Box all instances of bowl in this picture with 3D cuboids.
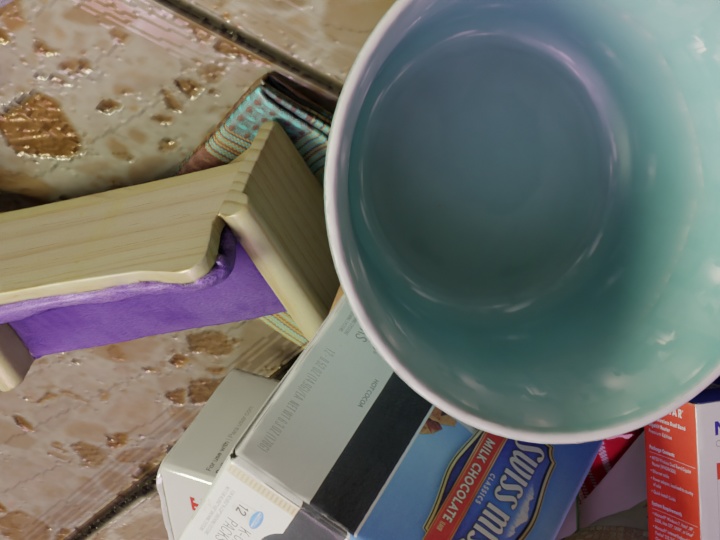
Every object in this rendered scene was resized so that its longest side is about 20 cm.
[{"bbox_3d":[0.066,-0.039,0.826,0.200,0.202,0.105,23,179,-20],"label":"bowl"}]

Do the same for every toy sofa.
[{"bbox_3d":[-0.110,0.007,0.947,0.199,0.098,0.083,-10,130,31],"label":"toy sofa"}]

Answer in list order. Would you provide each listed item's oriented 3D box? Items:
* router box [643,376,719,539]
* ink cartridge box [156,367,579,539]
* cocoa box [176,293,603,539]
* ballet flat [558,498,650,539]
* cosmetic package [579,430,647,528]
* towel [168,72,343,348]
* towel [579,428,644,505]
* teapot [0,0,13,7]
[{"bbox_3d":[0.229,0.131,0.926,0.199,0.181,0.049,-6,-172,-21],"label":"router box"},{"bbox_3d":[0.007,0.149,1.054,0.199,0.084,0.145,14,135,21],"label":"ink cartridge box"},{"bbox_3d":[-0.009,0.130,0.891,0.131,0.134,0.200,34,134,2],"label":"cocoa box"},{"bbox_3d":[0.159,0.136,0.967,0.199,0.063,0.067,9,160,-22],"label":"ballet flat"},{"bbox_3d":[0.168,0.127,1.050,0.082,0.051,0.200,12,140,-15],"label":"cosmetic package"},{"bbox_3d":[0.000,0.000,0.979,0.199,0.022,0.147,33,138,-15],"label":"towel"},{"bbox_3d":[0.070,0.123,1.122,0.198,0.023,0.145,-2,143,14],"label":"towel"},{"bbox_3d":[-0.217,-0.155,0.731,0.199,0.197,0.147,-19,108,-23],"label":"teapot"}]
